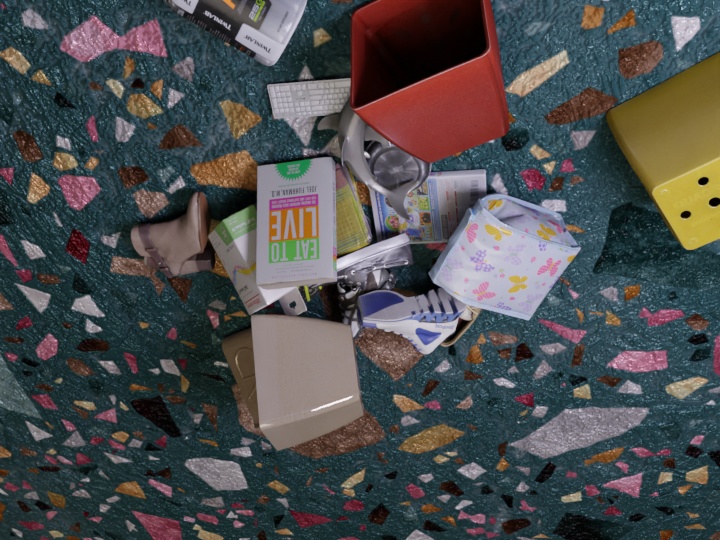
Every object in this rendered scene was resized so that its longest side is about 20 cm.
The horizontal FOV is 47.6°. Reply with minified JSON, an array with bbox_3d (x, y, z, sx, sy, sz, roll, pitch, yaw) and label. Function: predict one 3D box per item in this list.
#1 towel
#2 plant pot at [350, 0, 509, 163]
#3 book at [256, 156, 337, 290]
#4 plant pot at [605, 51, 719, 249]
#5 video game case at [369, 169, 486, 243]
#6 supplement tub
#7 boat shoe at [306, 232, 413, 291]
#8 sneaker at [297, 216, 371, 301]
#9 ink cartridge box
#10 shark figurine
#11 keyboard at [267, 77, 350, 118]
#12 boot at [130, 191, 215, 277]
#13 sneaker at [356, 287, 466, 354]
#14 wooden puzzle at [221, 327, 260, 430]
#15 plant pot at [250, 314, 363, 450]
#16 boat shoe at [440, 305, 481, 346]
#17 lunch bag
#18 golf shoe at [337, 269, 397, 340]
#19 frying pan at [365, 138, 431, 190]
[{"bbox_3d":[-0.080,-0.083,1.397,0.197,0.023,0.146,-22,89,25],"label":"towel"},{"bbox_3d":[0.111,-0.272,1.139,0.196,0.203,0.176,-17,142,23],"label":"plant pot"},{"bbox_3d":[-0.103,-0.078,1.341,0.131,0.205,0.048,-6,165,14],"label":"book"},{"bbox_3d":[0.498,-0.154,1.190,0.198,0.179,0.200,-26,126,29],"label":"plant pot"},{"bbox_3d":[0.118,-0.106,1.400,0.195,0.018,0.145,-2,133,10],"label":"video game case"},{"bbox_3d":[-0.179,-0.380,1.113,0.197,0.124,0.123,27,131,-17],"label":"supplement tub"},{"bbox_3d":[0.000,0.000,1.399,0.196,0.070,0.068,-22,91,-11],"label":"boat shoe"},{"bbox_3d":[-0.062,-0.035,1.460,0.199,0.077,0.075,-41,112,15],"label":"sneaker"},{"bbox_3d":[-0.180,0.003,1.416,0.203,0.067,0.117,62,154,-1],"label":"ink cartridge box"},{"bbox_3d":[0.000,-0.170,1.265,0.126,0.090,0.217,-11,119,23],"label":"shark figurine"},{"bbox_3d":[-0.048,-0.268,1.264,0.195,0.011,0.057,-1,130,15],"label":"keyboard"},{"bbox_3d":[-0.341,-0.064,1.470,0.143,0.071,0.203,6,133,5],"label":"boot"},{"bbox_3d":[0.092,0.101,1.470,0.194,0.081,0.117,-2,129,-5],"label":"sneaker"},{"bbox_3d":[-0.176,0.207,1.657,0.183,0.046,0.204,-20,92,32],"label":"wooden puzzle"},{"bbox_3d":[-0.089,0.192,1.472,0.173,0.204,0.201,-9,157,0],"label":"plant pot"},{"bbox_3d":[0.195,0.066,1.515,0.072,0.067,0.202,16,133,-8],"label":"boat shoe"},{"bbox_3d":[0.231,-0.031,1.357,0.196,0.128,0.171,12,125,-25],"label":"lunch bag"},{"bbox_3d":[-0.012,0.059,1.543,0.093,0.078,0.201,29,123,-7],"label":"golf shoe"},{"bbox_3d":[0.059,-0.199,1.303,0.112,0.031,0.193,4,130,5],"label":"frying pan"}]
